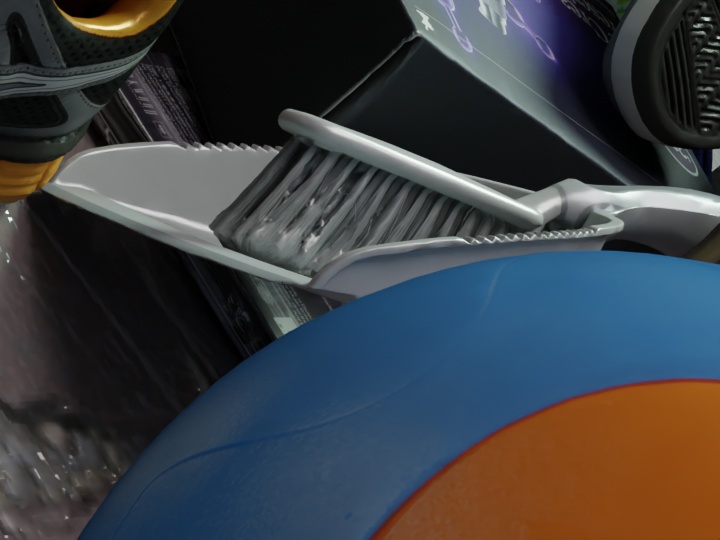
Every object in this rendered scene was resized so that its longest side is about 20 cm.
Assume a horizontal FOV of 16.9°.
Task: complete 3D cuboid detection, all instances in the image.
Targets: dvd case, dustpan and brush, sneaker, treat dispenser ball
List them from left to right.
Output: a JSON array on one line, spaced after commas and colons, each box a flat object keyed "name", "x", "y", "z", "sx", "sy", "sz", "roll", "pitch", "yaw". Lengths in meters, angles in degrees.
[{"name": "sneaker", "x": -0.114, "y": -0.068, "z": 0.533, "sx": 0.079, "sy": 0.077, "sz": 0.200, "roll": 60, "pitch": 24, "yaw": 16}, {"name": "dvd case", "x": 0.000, "y": 0.000, "z": 0.750, "sx": 0.149, "sy": 0.016, "sz": 0.200, "roll": 57, "pitch": 21, "yaw": 15}, {"name": "dustpan and brush", "x": 0.034, "y": -0.012, "z": 0.632, "sx": 0.199, "sy": 0.058, "sz": 0.139, "roll": 17, "pitch": 2, "yaw": -35}, {"name": "treat dispenser ball", "x": 0.037, "y": 0.098, "z": 0.402, "sx": 0.201, "sy": 0.201, "sz": 0.201, "roll": 43, "pitch": 22, "yaw": -22}, {"name": "sneaker", "x": 0.111, "y": -0.109, "z": 0.823, "sx": 0.200, "sy": 0.120, "sz": 0.084, "roll": -39, "pitch": 124, "yaw": -38}]

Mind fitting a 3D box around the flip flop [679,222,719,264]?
[{"name": "flip flop", "x": 0.082, "y": 0.039, "z": 0.617, "sx": 0.058, "sy": 0.200, "sz": 0.081, "roll": 47, "pitch": -19, "yaw": 19}]

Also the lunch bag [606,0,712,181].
[{"name": "lunch bag", "x": 0.082, "y": -0.131, "z": 1.009, "sx": 0.201, "sy": 0.127, "sz": 0.170, "roll": 58, "pitch": 12, "yaw": -30}]

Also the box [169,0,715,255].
[{"name": "box", "x": 0.027, "y": -0.059, "z": 0.779, "sx": 0.200, "sy": 0.079, "sz": 0.142, "roll": 30, "pitch": 32, "yaw": -47}]

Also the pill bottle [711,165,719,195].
[{"name": "pill bottle", "x": 0.222, "y": 0.038, "z": 1.016, "sx": 0.116, "sy": 0.116, "sz": 0.201, "roll": 11, "pitch": 45, "yaw": -60}]
